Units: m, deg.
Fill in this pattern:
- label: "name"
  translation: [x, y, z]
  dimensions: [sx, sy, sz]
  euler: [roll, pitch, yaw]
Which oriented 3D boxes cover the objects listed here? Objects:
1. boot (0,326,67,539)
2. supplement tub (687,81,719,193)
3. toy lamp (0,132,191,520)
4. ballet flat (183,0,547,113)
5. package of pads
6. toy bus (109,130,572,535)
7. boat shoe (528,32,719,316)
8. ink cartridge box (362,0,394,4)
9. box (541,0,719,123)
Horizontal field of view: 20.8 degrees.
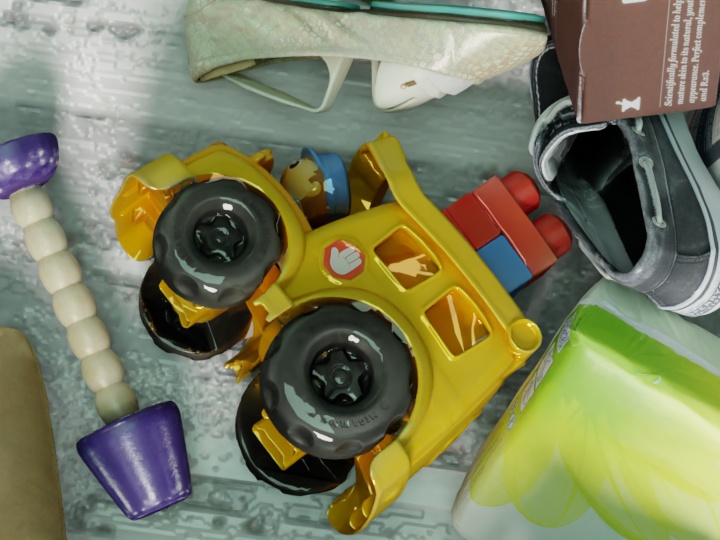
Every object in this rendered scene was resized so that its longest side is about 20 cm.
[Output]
- label: "boot"
  translation: [-0.216, 0.139, 0.943]
  dimensions: [0.175, 0.066, 0.200]
  euler: [-20, 51, -8]
- label: "supplement tub"
  translation: [0.236, -0.062, 0.940]
  dimensions: [0.140, 0.200, 0.141]
  euler: [0, 85, -1]
- label: "toy lamp"
  translation: [-0.140, 0.030, 1.002]
  dimensions: [0.058, 0.058, 0.200]
  euler: [-22, 83, -2]
- label: "ballet flat"
  translation: [0.002, -0.109, 1.000]
  dimensions: [0.200, 0.067, 0.062]
  euler: [9, 95, 24]
- label: "package of pads"
  translation: [0.160, 0.114, 0.955]
  dimensions: [0.200, 0.068, 0.155]
  euler: [31, 128, 2]
- label: "toy bus"
  translation: [0.000, 0.000, 0.976]
  dimensions: [0.192, 0.136, 0.200]
  euler: [-37, 83, -17]
- label: "boat shoe"
  translation: [0.116, -0.058, 0.956]
  dimensions: [0.068, 0.200, 0.072]
  euler: [16, 127, -32]
- label: "ink cartridge box"
  translation: [-0.051, -0.233, 1.021]
  dimensions: [0.200, 0.067, 0.117]
  euler: [24, 85, 2]
- label: "box"
  translation: [0.120, -0.177, 0.952]
  dimensions: [0.075, 0.100, 0.200]
  euler: [-6, 49, -2]
